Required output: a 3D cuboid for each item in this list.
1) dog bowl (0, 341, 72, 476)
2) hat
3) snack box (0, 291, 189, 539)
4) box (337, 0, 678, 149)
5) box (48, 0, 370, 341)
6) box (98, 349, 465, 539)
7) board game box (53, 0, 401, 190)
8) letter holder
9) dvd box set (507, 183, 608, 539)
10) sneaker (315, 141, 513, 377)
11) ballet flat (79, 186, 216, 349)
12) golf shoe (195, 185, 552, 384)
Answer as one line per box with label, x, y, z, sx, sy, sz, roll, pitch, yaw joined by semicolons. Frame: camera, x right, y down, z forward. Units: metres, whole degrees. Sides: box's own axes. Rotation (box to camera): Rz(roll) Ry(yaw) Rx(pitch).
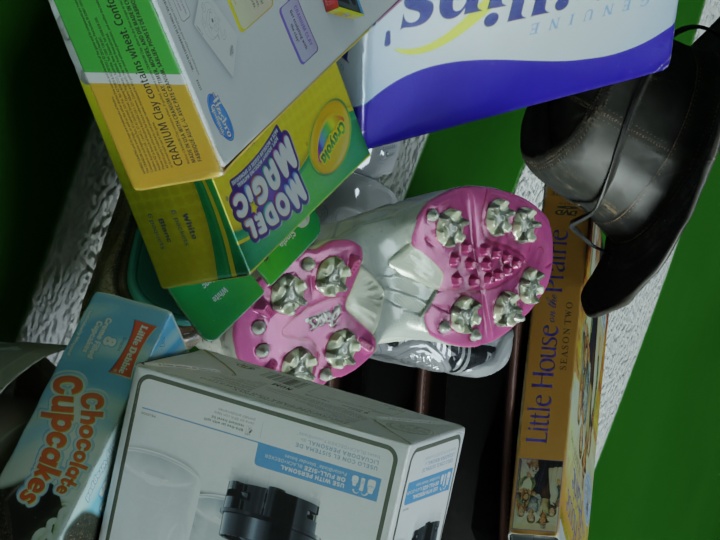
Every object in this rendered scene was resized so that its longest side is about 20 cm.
dog bowl;-0.157;0.118;1.063;0.200;0.058;0.201;17;90;-71
hat;0.125;-0.072;1.364;0.201;0.081;0.201;-156;-90;-84
snack box;-0.114;0.122;1.041;0.116;0.037;0.201;73;37;-58
box;0.053;-0.178;1.229;0.183;0.105;0.201;-16;127;-30
box;-0.061;-0.084;1.073;0.117;0.048;0.201;-47;124;-52
box;-0.042;0.142;1.023;0.060;0.116;0.201;-11;116;-69
board game box;-0.050;-0.141;1.024;0.200;0.040;0.154;-47;121;-53
letter holder;0.032;0.111;1.422;0.142;0.100;0.201;2;91;-81
dvd box set;0.108;0.073;1.471;0.146;0.029;0.201;71;24;-62
sneaker;0.008;-0.017;1.311;0.200;0.075;0.115;15;87;-42
ballet flat;-0.076;-0.035;1.158;0.067;0.068;0.200;-50;-167;47
golf shoe;0.000;0.000;1.216;0.200;0.091;0.076;-11;106;-42
